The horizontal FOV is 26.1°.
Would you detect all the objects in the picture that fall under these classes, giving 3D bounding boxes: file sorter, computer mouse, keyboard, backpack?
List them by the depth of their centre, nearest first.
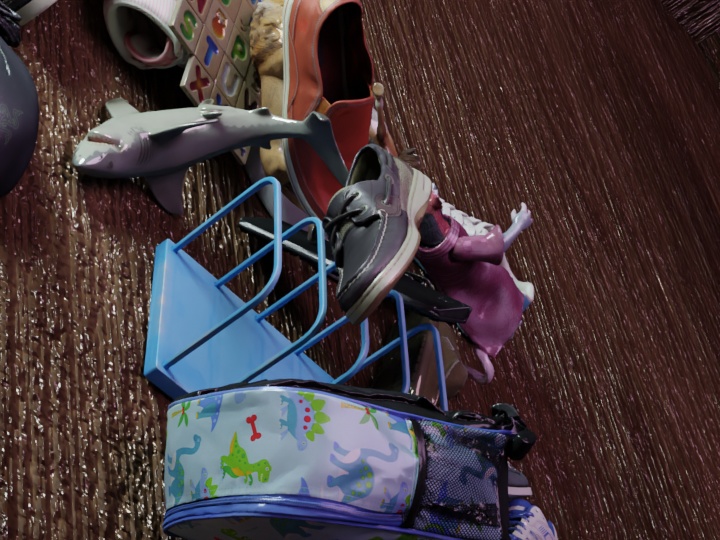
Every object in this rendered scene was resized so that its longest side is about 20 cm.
[{"bbox_3d":[-0.022,0.148,0.970,0.198,0.182,0.149,19,66,-35],"label":"backpack"},{"bbox_3d":[-0.258,-0.139,1.033,0.138,0.052,0.202,30,34,-48],"label":"computer mouse"},{"bbox_3d":[-0.042,0.054,1.126,0.200,0.122,0.140,43,27,-31],"label":"file sorter"},{"bbox_3d":[0.000,0.000,1.272,0.198,0.021,0.127,26,11,23],"label":"keyboard"}]

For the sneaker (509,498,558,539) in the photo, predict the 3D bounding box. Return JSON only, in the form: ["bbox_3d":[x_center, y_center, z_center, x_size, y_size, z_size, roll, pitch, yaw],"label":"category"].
[{"bbox_3d":[0.114,0.225,1.242,0.200,0.074,0.089,45,41,-64],"label":"sneaker"}]

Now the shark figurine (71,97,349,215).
[{"bbox_3d":[-0.118,-0.084,1.183,0.128,0.211,0.091,-132,-140,-64],"label":"shark figurine"}]

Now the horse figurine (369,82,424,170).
[{"bbox_3d":[0.004,-0.130,1.351,0.133,0.049,0.201,79,-9,-51],"label":"horse figurine"}]

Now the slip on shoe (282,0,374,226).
[{"bbox_3d":[-0.020,-0.122,1.206,0.073,0.061,0.203,-15,109,-35],"label":"slip on shoe"}]

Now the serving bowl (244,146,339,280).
[{"bbox_3d":[-0.025,-0.089,1.421,0.200,0.065,0.201,44,25,-27],"label":"serving bowl"}]

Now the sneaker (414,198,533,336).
[{"bbox_3d":[0.096,-0.030,1.566,0.201,0.080,0.077,53,25,-5],"label":"sneaker"}]

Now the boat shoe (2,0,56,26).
[{"bbox_3d":[-0.237,-0.261,1.212,0.063,0.072,0.201,50,28,-21],"label":"boat shoe"}]

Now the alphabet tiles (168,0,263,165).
[{"bbox_3d":[-0.100,-0.197,1.313,0.167,0.006,0.202,53,40,-42],"label":"alphabet tiles"}]

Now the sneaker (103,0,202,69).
[{"bbox_3d":[-0.149,-0.191,1.307,0.200,0.074,0.106,49,40,-44],"label":"sneaker"}]

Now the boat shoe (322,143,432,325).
[{"bbox_3d":[0.004,-0.031,1.091,0.065,0.072,0.201,38,29,-10],"label":"boat shoe"}]

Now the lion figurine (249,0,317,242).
[{"bbox_3d":[-0.057,-0.131,1.291,0.072,0.122,0.203,5,95,-36],"label":"lion figurine"}]

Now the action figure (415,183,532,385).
[{"bbox_3d":[0.075,-0.011,1.425,0.133,0.150,0.200,21,-15,32],"label":"action figure"}]

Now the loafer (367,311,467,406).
[{"bbox_3d":[0.056,0.090,1.335,0.067,0.076,0.200,44,25,-11],"label":"loafer"}]

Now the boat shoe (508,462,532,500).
[{"bbox_3d":[0.097,0.162,1.283,0.200,0.072,0.063,24,57,-72],"label":"boat shoe"}]
